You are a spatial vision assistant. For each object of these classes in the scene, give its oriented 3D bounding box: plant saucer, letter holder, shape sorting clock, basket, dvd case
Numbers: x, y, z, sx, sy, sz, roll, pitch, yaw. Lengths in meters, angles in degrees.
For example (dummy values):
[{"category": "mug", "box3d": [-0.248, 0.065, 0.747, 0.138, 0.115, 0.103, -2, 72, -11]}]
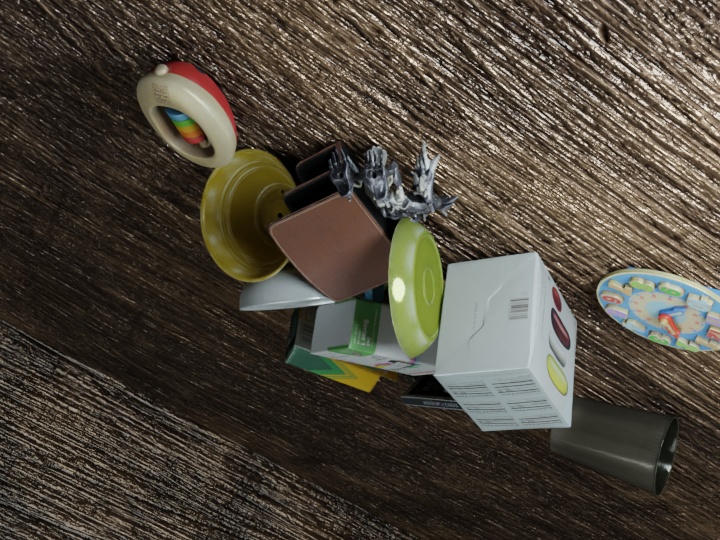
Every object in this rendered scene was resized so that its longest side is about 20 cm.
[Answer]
[{"category": "plant saucer", "box3d": [0.084, 0.023, 1.311, 0.031, 0.200, 0.200, -4, 147, 20]}, {"category": "letter holder", "box3d": [-0.034, -0.061, 1.328, 0.142, 0.101, 0.200, -25, 136, 16]}, {"category": "shape sorting clock", "box3d": [0.428, 0.059, 1.298, 0.200, 0.039, 0.200, 20, 156, 9]}, {"category": "basket", "box3d": [0.458, 0.308, 1.685, 0.200, 0.136, 0.180, 14, 151, 30]}, {"category": "dvd case", "box3d": [0.190, 0.199, 1.686, 0.200, 0.150, 0.025, -2, 119, 45]}]

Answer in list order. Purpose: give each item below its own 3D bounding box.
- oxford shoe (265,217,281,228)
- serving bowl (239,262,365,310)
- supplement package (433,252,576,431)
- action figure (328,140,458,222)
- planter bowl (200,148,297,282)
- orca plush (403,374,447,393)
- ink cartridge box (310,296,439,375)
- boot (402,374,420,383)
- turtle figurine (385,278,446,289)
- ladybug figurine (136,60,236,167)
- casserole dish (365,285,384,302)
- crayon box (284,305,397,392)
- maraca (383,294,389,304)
[{"category": "oxford shoe", "box3d": [-0.135, -0.045, 1.591, 0.073, 0.071, 0.200, 15, 167, -21]}, {"category": "serving bowl", "box3d": [-0.095, 0.022, 1.469, 0.200, 0.066, 0.200, -6, 176, 0]}, {"category": "supplement package", "box3d": [0.222, 0.112, 1.384, 0.147, 0.191, 0.200, -7, 145, 28]}, {"category": "action figure", "box3d": [0.051, -0.119, 1.212, 0.119, 0.102, 0.200, -3, 172, 32]}, {"category": "planter bowl", "box3d": [-0.145, -0.084, 1.424, 0.200, 0.201, 0.083, 7, -173, 34]}, {"category": "orca plush", "box3d": [0.138, 0.183, 1.652, 0.105, 0.071, 0.200, 17, 159, -30]}, {"category": "ink cartridge box", "box3d": [0.043, 0.109, 1.486, 0.200, 0.084, 0.145, 14, 166, -25]}, {"category": "boot", "box3d": [0.080, 0.166, 1.839, 0.138, 0.077, 0.200, 30, 169, 34]}, {"category": "turtle figurine", "box3d": [0.107, 0.029, 1.505, 0.161, 0.064, 0.200, 11, 163, 45]}, {"category": "ladybug figurine", "box3d": [-0.234, -0.222, 1.287, 0.136, 0.072, 0.200, 16, 156, 19]}, {"category": "casserole dish", "box3d": [0.000, 0.000, 1.522, 0.121, 0.039, 0.200, 55, 164, 21]}, {"category": "crayon box", "box3d": [-0.032, 0.142, 1.684, 0.200, 0.126, 0.052, 21, 126, -13]}, {"category": "maraca", "box3d": [0.054, 0.098, 1.659, 0.200, 0.107, 0.137, 10, 174, -43]}]
